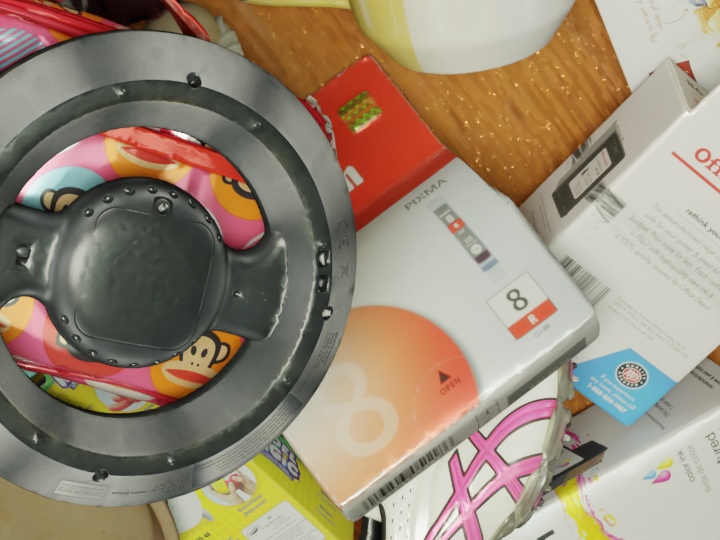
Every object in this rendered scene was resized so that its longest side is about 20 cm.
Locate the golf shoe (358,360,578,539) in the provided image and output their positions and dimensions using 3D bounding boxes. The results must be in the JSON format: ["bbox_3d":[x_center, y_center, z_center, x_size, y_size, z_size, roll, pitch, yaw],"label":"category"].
[{"bbox_3d":[0.044,0.108,1.061,0.092,0.073,0.201,26,83,-13],"label":"golf shoe"}]

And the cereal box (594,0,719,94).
[{"bbox_3d":[0.225,-0.155,1.086,0.199,0.040,0.144,-19,117,17],"label":"cereal box"}]

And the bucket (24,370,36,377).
[{"bbox_3d":[-0.215,-0.036,0.989,0.206,0.135,0.208,-4,105,-17],"label":"bucket"}]

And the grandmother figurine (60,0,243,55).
[{"bbox_3d":[-0.126,-0.164,1.024,0.121,0.061,0.200,-29,109,18],"label":"grandmother figurine"}]

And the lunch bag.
[{"bbox_3d":[-0.117,-0.042,0.906,0.199,0.082,0.177,17,95,-22],"label":"lunch bag"}]

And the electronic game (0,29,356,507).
[{"bbox_3d":[-0.094,0.001,0.856,0.199,0.042,0.201,-5,103,-23],"label":"electronic game"}]

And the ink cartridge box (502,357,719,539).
[{"bbox_3d":[0.145,0.161,1.170,0.200,0.084,0.145,-28,110,-6],"label":"ink cartridge box"}]

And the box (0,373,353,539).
[{"bbox_3d":[-0.110,0.103,1.080,0.117,0.048,0.200,-35,116,21],"label":"box"}]

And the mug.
[{"bbox_3d":[0.032,-0.187,1.041,0.149,0.186,0.154,-34,124,-40],"label":"mug"}]

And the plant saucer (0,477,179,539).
[{"bbox_3d":[-0.190,0.137,1.062,0.199,0.030,0.201,1,123,1],"label":"plant saucer"}]

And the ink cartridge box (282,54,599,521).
[{"bbox_3d":[0.000,0.000,1.049,0.162,0.050,0.200,-37,75,-4],"label":"ink cartridge box"}]

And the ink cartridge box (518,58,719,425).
[{"bbox_3d":[0.168,-0.026,1.105,0.116,0.067,0.200,37,112,-21],"label":"ink cartridge box"}]
